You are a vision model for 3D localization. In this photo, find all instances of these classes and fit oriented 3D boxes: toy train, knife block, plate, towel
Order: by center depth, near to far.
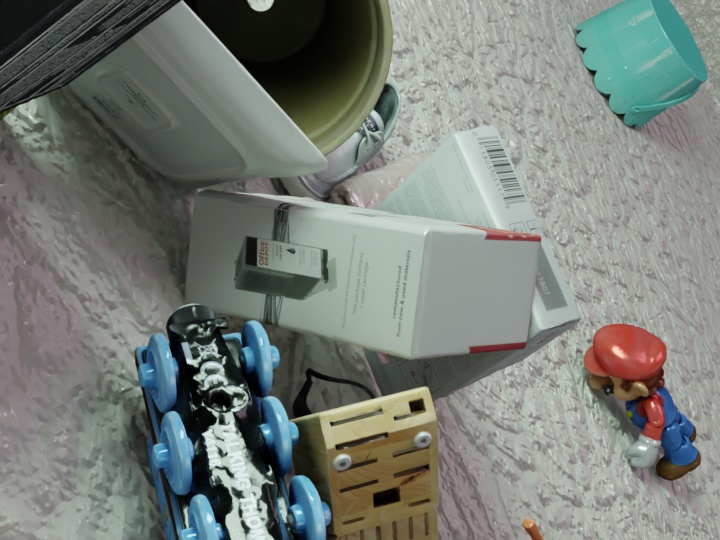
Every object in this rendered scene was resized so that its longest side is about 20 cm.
[{"bbox_3d":[-0.080,0.118,0.725,0.086,0.114,0.201,-7,53,-21],"label":"toy train"},{"bbox_3d":[-0.010,0.107,0.778,0.176,0.064,0.201,-118,-161,-49],"label":"knife block"},{"bbox_3d":[-0.138,-0.120,0.820,0.200,0.200,0.032,46,68,-24],"label":"plate"},{"bbox_3d":[0.058,-0.007,1.131,0.200,0.032,0.192,-28,96,-63],"label":"towel"}]

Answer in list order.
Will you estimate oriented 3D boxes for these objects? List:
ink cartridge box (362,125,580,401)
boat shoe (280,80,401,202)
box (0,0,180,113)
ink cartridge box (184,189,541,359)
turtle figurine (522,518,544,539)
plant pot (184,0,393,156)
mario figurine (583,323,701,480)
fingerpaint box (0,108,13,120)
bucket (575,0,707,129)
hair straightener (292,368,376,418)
[{"bbox_3d":[0.064,0.009,0.968,0.057,0.200,0.163,-12,71,-33],"label":"ink cartridge box"},{"bbox_3d":[-0.014,-0.123,1.107,0.070,0.071,0.201,54,30,-12],"label":"boat shoe"},{"bbox_3d":[-0.165,-0.163,0.609,0.124,0.200,0.198,58,27,-7],"label":"box"},{"bbox_3d":[0.000,0.000,0.863,0.146,0.199,0.083,1,98,-52],"label":"ink cartridge box"},{"bbox_3d":[0.082,0.269,0.854,0.064,0.201,0.162,13,46,7],"label":"turtle figurine"},{"bbox_3d":[-0.080,-0.195,0.977,0.200,0.200,0.174,49,12,-19],"label":"plant pot"},{"bbox_3d":[0.299,0.141,1.392,0.200,0.106,0.123,56,-10,-28],"label":"mario figurine"},{"bbox_3d":[-0.280,-0.148,0.695,0.200,0.073,0.167,51,30,-16],"label":"fingerpaint box"},{"bbox_3d":[0.456,-0.346,2.023,0.207,0.135,0.208,38,36,-35],"label":"bucket"},{"bbox_3d":[0.018,0.153,0.894,0.201,0.077,0.041,61,10,9],"label":"hair straightener"}]
